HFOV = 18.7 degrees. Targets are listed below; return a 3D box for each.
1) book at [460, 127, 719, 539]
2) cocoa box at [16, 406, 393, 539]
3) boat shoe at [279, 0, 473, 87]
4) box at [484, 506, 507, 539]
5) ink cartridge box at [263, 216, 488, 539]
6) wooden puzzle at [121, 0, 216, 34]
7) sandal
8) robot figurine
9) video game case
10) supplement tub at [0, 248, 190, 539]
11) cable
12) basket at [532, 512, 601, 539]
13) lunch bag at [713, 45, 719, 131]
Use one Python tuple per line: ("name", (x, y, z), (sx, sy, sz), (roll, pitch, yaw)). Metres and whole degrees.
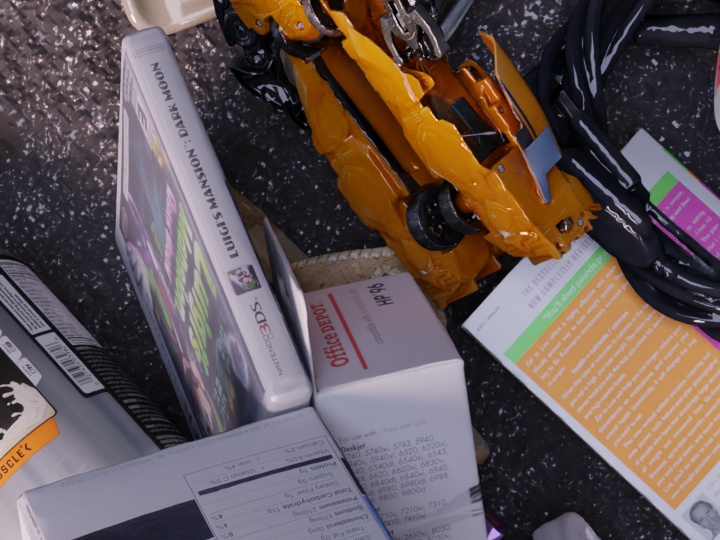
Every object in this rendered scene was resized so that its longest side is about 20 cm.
("book", (0.166, 0.046, 1.062), (0.200, 0.048, 0.134), (43, 92, 4))
("cocoa box", (-0.052, 0.182, 0.885), (0.133, 0.201, 0.131), (-16, 45, -19))
("boat shoe", (0.028, -0.150, 1.042), (0.074, 0.065, 0.202), (32, 112, -18))
("box", (-0.042, 0.157, 1.093), (0.137, 0.039, 0.200), (41, 96, 5))
("ink cartridge box", (0.010, 0.079, 0.966), (0.068, 0.116, 0.201), (-12, 111, -7))
("wooden puzzle", (-0.049, -0.234, 1.086), (0.199, 0.037, 0.186), (-19, 89, 7))
("sandal", (-0.001, 0.000, 1.065), (0.212, 0.078, 0.070), (41, 102, 10))
("robot figurine", (0.016, -0.082, 0.997), (0.058, 0.145, 0.200), (-41, 100, -36))
("video game case", (-0.073, 0.016, 0.995), (0.023, 0.200, 0.182), (-18, 68, -15))
("supplement tub", (-0.175, 0.072, 1.053), (0.200, 0.122, 0.123), (44, 96, 22))
("cable", (0.176, -0.058, 1.038), (0.200, 0.051, 0.163), (40, 70, 6))
("basket", (0.101, 0.233, 0.985), (0.123, 0.200, 0.136), (-36, 116, 11))
("lunch bag", (0.267, -0.103, 0.998), (0.199, 0.077, 0.161), (14, 70, -1))
